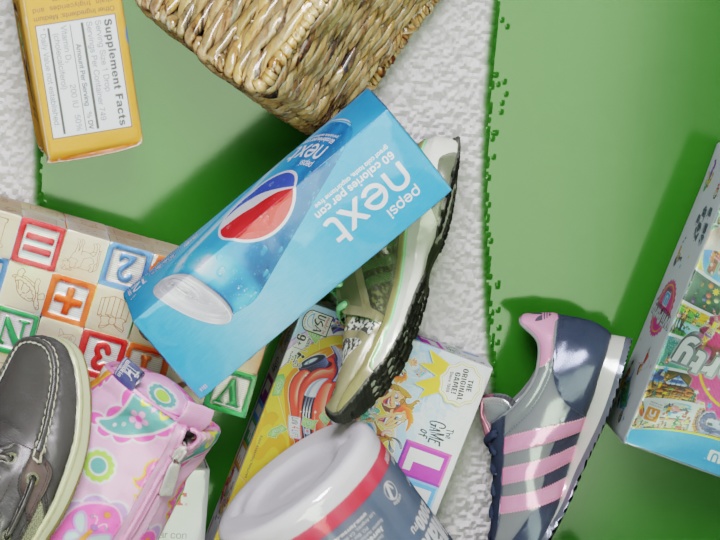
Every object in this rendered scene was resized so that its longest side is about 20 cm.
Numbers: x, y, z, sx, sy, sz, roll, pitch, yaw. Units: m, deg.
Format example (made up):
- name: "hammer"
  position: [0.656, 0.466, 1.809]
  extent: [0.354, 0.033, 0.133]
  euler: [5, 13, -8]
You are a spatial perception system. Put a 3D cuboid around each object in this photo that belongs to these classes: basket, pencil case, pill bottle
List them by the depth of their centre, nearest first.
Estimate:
- name: "pencil case"
  position: [-0.160, 0.152, 1.593]
  extent: [0.087, 0.087, 0.201]
  euler: [29, 94, -13]
- name: "basket"
  position: [-0.034, -0.205, 1.633]
  extent: [0.142, 0.149, 0.201]
  euler: [38, 94, 20]
- name: "pill bottle"
  position: [0.013, 0.206, 1.663]
  extent: [0.119, 0.120, 0.201]
  euler: [-36, 105, 0]

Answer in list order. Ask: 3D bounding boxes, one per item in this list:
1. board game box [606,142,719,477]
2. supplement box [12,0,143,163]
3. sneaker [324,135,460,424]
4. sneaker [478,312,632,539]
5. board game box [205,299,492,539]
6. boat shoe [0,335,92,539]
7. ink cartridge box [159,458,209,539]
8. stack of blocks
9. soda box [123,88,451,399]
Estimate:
- name: "board game box"
  position: [0.266, 0.038, 1.735]
  extent: [0.147, 0.064, 0.201]
  euler: [20, 98, -12]
- name: "supplement box"
  position: [-0.180, -0.171, 1.623]
  extent: [0.068, 0.067, 0.202]
  euler: [-8, 103, -10]
- name: "sneaker"
  position: [0.000, 0.000, 1.670]
  extent: [0.088, 0.077, 0.201]
  euler: [15, 69, 9]
- name: "sneaker"
  position: [0.105, 0.122, 1.732]
  extent: [0.082, 0.070, 0.201]
  euler: [23, 94, 3]
- name: "board game box"
  position: [-0.013, 0.130, 1.723]
  extent: [0.134, 0.034, 0.201]
  euler: [19, 97, -12]
- name: "boat shoe"
  position: [-0.214, 0.131, 1.543]
  extent: [0.066, 0.071, 0.202]
  euler: [25, 79, -51]
- name: "ink cartridge box"
  position: [-0.176, 0.205, 1.687]
  extent: [0.143, 0.085, 0.202]
  euler: [3, 99, -10]
- name: "stack of blocks"
  position: [-0.161, 0.034, 1.669]
  extent: [0.198, 0.059, 0.116]
  euler: [15, 98, -12]
- name: "soda box"
  position: [-0.046, -0.017, 1.609]
  extent: [0.200, 0.064, 0.068]
  euler: [-40, 109, 1]
